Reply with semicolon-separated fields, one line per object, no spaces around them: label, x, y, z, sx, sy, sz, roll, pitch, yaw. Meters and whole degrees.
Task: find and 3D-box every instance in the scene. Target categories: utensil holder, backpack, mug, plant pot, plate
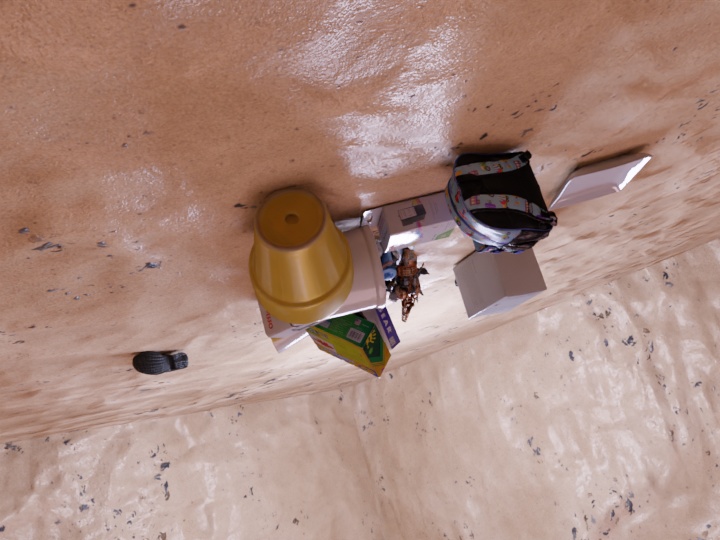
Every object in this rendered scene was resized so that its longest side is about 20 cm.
utensil holder;-0.060;0.013;1.316;0.194;0.175;0.170;-13;164;-8
backpack;0.241;-0.125;1.195;0.194;0.188;0.135;-3;155;-29
mug;-0.174;0.114;1.666;0.149;0.153;0.187;-23;172;-4
plant pot;-0.112;-0.038;1.145;0.194;0.205;0.191;-14;149;-6
plate;0.549;-0.211;1.495;0.194;0.033;0.200;-16;165;-4

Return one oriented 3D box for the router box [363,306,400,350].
router box;-0.005;0.128;1.729;0.177;0.205;0.048;-20;-174;42

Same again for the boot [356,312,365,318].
boot;-0.063;0.073;1.611;0.198;0.075;0.075;37;177;-24

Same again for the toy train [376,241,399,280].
toy train;0.000;0.000;1.528;0.198;0.089;0.113;-34;139;27

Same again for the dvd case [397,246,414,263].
dvd case;0.044;-0.025;1.642;0.194;0.016;0.149;-17;165;-1

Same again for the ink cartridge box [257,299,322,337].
ink cartridge box;-0.136;0.053;1.477;0.196;0.150;0.083;-23;164;26

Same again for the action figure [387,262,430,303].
action figure;0.124;0.043;1.798;0.115;0.105;0.200;2;160;-20

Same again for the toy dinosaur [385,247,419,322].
toy dinosaur;0.105;0.034;1.603;0.099;0.136;0.205;9;112;-26

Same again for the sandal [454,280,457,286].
sandal;0.412;0.028;2.137;0.195;0.049;0.075;-18;164;7

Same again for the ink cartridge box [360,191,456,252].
ink cartridge box;0.101;-0.097;1.357;0.194;0.069;0.117;-14;165;-8

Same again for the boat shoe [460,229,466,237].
boat shoe;0.245;-0.122;1.428;0.065;0.072;0.200;-26;163;9

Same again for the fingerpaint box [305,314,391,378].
fingerpaint box;-0.036;0.165;1.588;0.196;0.074;0.168;20;155;30

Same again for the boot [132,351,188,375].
boot;-0.633;0.294;1.950;0.128;0.070;0.198;-19;164;33

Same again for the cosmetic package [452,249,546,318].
cosmetic package;0.407;0.023;1.895;0.163;0.171;0.200;-7;161;-28
